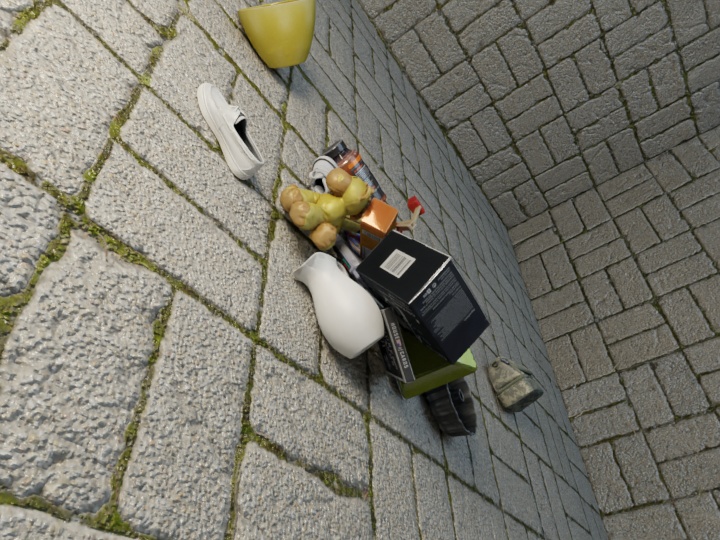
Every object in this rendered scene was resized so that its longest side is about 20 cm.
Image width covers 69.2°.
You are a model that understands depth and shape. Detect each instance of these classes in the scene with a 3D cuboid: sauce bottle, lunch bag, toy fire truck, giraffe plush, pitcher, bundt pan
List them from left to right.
[{"bbox_3d":[-0.052,-0.140,1.101,0.200,0.162,0.173,41,9,-46],"label":"giraffe plush"},{"bbox_3d":[-0.029,0.066,1.056,0.201,0.121,0.171,56,22,11],"label":"pitcher"},{"bbox_3d":[-0.013,-0.125,1.289,0.198,0.066,0.067,20,46,-39],"label":"sauce bottle"},{"bbox_3d":[0.116,-0.124,1.512,0.049,0.140,0.201,50,27,-25],"label":"toy fire truck"},{"bbox_3d":[0.228,0.334,1.347,0.202,0.075,0.204,51,26,-36],"label":"bundt pan"},{"bbox_3d":[0.554,0.405,1.897,0.199,0.139,0.169,27,26,-54],"label":"lunch bag"}]

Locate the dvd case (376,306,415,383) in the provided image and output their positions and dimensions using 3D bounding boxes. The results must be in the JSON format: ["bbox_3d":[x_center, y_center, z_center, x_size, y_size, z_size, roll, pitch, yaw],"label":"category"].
[{"bbox_3d":[0.060,0.153,1.110,0.200,0.024,0.153,149,-76,-81],"label":"dvd case"}]

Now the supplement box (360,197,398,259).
[{"bbox_3d":[0.038,-0.079,1.172,0.068,0.067,0.200,28,-19,8],"label":"supplement box"}]

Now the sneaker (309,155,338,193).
[{"bbox_3d":[-0.058,-0.186,1.306,0.201,0.075,0.115,50,27,-16],"label":"sneaker"}]

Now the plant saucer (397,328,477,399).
[{"bbox_3d":[0.138,0.167,1.188,0.048,0.198,0.202,10,56,-57],"label":"plant saucer"}]

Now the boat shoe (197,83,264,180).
[{"bbox_3d":[-0.248,-0.279,1.009,0.072,0.068,0.203,-8,73,-65],"label":"boat shoe"}]

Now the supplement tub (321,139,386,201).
[{"bbox_3d":[-0.021,-0.246,1.396,0.201,0.106,0.107,55,25,-20],"label":"supplement tub"}]

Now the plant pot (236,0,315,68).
[{"bbox_3d":[-0.199,-0.600,1.327,0.201,0.196,0.144,-73,157,-57],"label":"plant pot"}]

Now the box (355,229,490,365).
[{"bbox_3d":[0.123,0.050,1.044,0.197,0.124,0.199,50,-11,-34],"label":"box"}]

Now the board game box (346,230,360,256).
[{"bbox_3d":[0.047,-0.054,1.362,0.200,0.039,0.158,44,22,-10],"label":"board game box"}]

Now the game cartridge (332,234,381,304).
[{"bbox_3d":[0.000,0.000,1.195,0.129,0.038,0.200,41,7,-34],"label":"game cartridge"}]
